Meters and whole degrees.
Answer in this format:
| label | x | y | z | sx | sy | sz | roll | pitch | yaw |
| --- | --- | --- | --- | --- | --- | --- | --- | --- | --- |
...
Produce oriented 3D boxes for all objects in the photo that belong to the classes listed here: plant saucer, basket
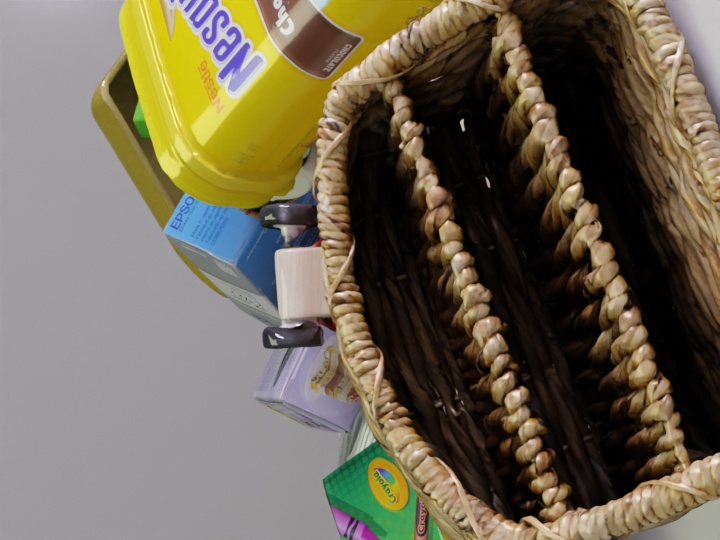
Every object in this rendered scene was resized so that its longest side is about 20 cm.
| label | x | y | z | sx | sy | sz | roll | pitch | yaw |
| --- | --- | --- | --- | --- | --- | --- | --- | --- | --- |
| plant saucer | -0.129 | -0.112 | 1.244 | 0.201 | 0.048 | 0.201 | 62 | -146 | -31 |
| basket | 0.059 | 0.003 | 0.592 | 0.149 | 0.141 | 0.202 | 95 | 156 | -76 |

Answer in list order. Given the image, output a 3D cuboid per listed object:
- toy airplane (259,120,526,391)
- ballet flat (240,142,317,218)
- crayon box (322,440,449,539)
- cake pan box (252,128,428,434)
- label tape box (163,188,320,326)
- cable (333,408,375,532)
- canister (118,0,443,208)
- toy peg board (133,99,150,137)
| label | x | y | z | sx | sy | sz | roll | pitch | yaw |
| --- | --- | --- | --- | --- | --- | --- | --- | --- | --- |
| toy airplane | 0.057 | 0.000 | 0.774 | 0.200 | 0.140 | 0.201 | 55 | 128 | 36 |
| ballet flat | -0.013 | -0.090 | 0.929 | 0.200 | 0.068 | 0.068 | -42 | 27 | 43 |
| crayon box | 0.074 | 0.168 | 0.874 | 0.199 | 0.058 | 0.120 | 26 | -145 | -49 |
| cake pan box | 0.000 | 0.000 | 0.991 | 0.202 | 0.052 | 0.184 | -66 | 8 | -9 |
| label tape box | -0.042 | -0.037 | 1.110 | 0.066 | 0.144 | 0.200 | 22 | 166 | 24 |
| cable | 0.033 | 0.080 | 1.042 | 0.200 | 0.068 | 0.202 | 114 | 170 | -68 |
| canister | -0.038 | -0.149 | 0.848 | 0.200 | 0.086 | 0.150 | -43 | 56 | 41 |
| toy peg board | -0.084 | -0.128 | 1.213 | 0.200 | 0.097 | 0.202 | 67 | -151 | -53 |
